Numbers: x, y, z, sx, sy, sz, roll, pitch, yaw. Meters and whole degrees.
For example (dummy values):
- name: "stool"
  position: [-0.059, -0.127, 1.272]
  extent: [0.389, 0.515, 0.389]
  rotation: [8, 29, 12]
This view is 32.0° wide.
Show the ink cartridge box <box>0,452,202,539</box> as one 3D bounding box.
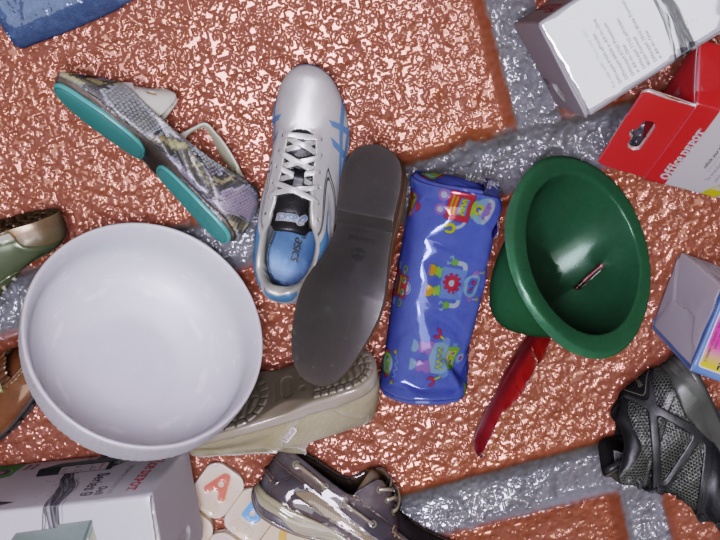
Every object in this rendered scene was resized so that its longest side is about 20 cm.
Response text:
- name: "ink cartridge box"
  position: [-0.245, 0.215, 1.056]
  extent: [0.197, 0.146, 0.085]
  rotation: [-7, 97, 5]

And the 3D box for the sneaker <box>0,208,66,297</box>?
- name: "sneaker"
  position: [-0.333, 0.015, 1.067]
  extent: [0.197, 0.067, 0.091]
  rotation: [-16, 106, 5]

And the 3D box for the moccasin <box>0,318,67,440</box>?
- name: "moccasin"
  position: [-0.329, 0.107, 1.083]
  extent: [0.201, 0.074, 0.078]
  rotation: [-42, 107, 16]

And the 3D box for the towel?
- name: "towel"
  position: [-0.215, -0.267, 1.019]
  extent: [0.198, 0.049, 0.113]
  rotation: [-24, 101, 3]

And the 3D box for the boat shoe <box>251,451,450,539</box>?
- name: "boat shoe"
  position: [0.004, 0.213, 1.106]
  extent: [0.198, 0.075, 0.074]
  rotation: [22, 96, -10]

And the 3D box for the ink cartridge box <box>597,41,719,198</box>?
- name: "ink cartridge box"
  position: [0.305, -0.115, 1.018]
  extent: [0.197, 0.116, 0.068]
  rotation: [14, 62, -4]

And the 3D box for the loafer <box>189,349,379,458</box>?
- name: "loafer"
  position: [-0.072, 0.127, 1.080]
  extent: [0.197, 0.076, 0.069]
  rotation: [-15, 127, 14]

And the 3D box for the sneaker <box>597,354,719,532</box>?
- name: "sneaker"
  position: [0.281, 0.185, 1.107]
  extent: [0.113, 0.076, 0.201]
  rotation: [-28, 98, 6]

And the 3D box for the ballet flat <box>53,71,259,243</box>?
- name: "ballet flat"
  position: [-0.163, -0.109, 1.050]
  extent: [0.200, 0.072, 0.072]
  rotation: [42, 98, -9]

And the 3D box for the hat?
- name: "hat"
  position: [0.133, 0.020, 1.094]
  extent: [0.165, 0.175, 0.201]
  rotation: [38, 55, -19]

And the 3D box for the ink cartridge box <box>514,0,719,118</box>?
- name: "ink cartridge box"
  position: [0.231, -0.213, 0.988]
  extent: [0.199, 0.145, 0.084]
  rotation: [-32, 100, 5]

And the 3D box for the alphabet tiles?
- name: "alphabet tiles"
  position: [-0.141, 0.282, 1.147]
  extent: [0.199, 0.015, 0.196]
  rotation: [36, 98, -7]

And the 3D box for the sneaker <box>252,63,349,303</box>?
- name: "sneaker"
  position: [-0.049, -0.070, 1.050]
  extent: [0.071, 0.073, 0.203]
  rotation: [7, 100, -1]

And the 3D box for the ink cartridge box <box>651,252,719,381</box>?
- name: "ink cartridge box"
  position: [0.361, 0.064, 1.051]
  extent: [0.197, 0.137, 0.077]
  rotation: [18, 102, -4]

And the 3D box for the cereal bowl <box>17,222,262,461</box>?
- name: "cereal bowl"
  position: [-0.186, 0.066, 1.040]
  extent: [0.197, 0.083, 0.203]
  rotation: [10, 62, -19]

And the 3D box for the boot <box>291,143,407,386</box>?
- name: "boot"
  position: [0.000, 0.000, 1.048]
  extent: [0.073, 0.075, 0.203]
  rotation: [18, 90, 15]

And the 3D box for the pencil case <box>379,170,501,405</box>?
- name: "pencil case"
  position: [0.069, 0.015, 1.066]
  extent: [0.086, 0.078, 0.203]
  rotation: [5, 101, -20]
